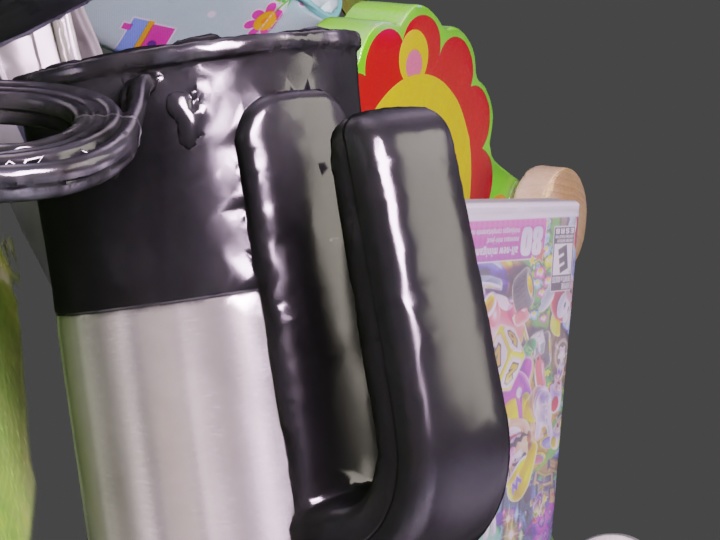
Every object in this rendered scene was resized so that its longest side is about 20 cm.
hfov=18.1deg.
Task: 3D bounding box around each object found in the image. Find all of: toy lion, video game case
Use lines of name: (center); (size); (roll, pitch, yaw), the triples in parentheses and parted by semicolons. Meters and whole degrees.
toy lion: (0.012, 0.004, 0.888); (0.191, 0.068, 0.202); (28, 73, -57)
video game case: (0.037, 0.074, 0.864); (0.143, 0.018, 0.202); (-4, 100, -57)

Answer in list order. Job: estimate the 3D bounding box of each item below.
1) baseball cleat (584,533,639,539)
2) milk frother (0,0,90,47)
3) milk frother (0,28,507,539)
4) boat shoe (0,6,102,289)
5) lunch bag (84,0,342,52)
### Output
baseball cleat: (0.117, 0.203, 0.975); (0.106, 0.069, 0.202); (-49, 132, -78)
milk frother: (-0.107, -0.189, 0.744); (0.189, 0.199, 0.181); (62, -2, -2)
milk frother: (-0.072, 0.026, 0.705); (0.180, 0.199, 0.190); (175, -94, -68)
boat shoe: (-0.102, -0.039, 0.901); (0.072, 0.065, 0.201); (-91, 158, -71)
lunch bag: (-0.103, -0.168, 0.980); (0.199, 0.077, 0.161); (22, 36, -42)
